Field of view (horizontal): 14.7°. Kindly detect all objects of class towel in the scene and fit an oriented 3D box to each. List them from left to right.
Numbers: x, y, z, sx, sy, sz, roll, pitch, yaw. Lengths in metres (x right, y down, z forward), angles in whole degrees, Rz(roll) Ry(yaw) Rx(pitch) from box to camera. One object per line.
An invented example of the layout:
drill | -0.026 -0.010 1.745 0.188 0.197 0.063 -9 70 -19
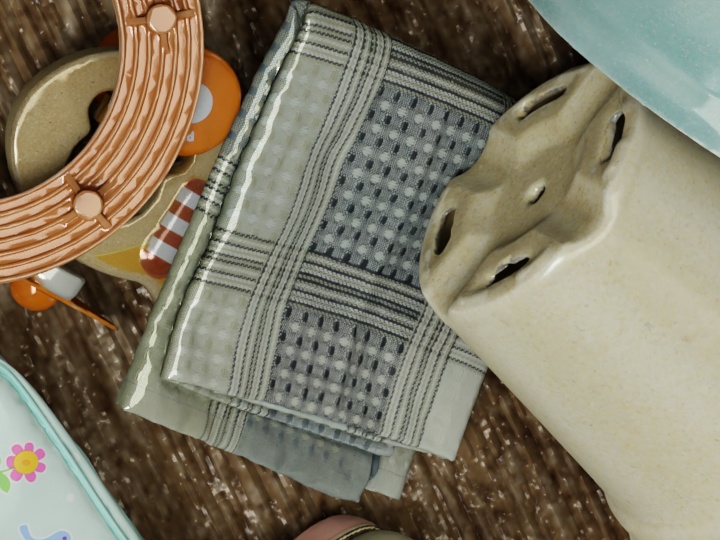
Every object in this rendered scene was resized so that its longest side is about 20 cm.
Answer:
towel | 0.000 0.000 1.235 0.192 0.034 0.201 22 93 -46

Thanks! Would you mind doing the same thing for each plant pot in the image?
plant pot | 0.132 0.015 1.219 0.183 0.200 0.201 38 86 -25
plant pot | 0.185 -0.129 1.194 0.200 0.200 0.134 28 108 -19

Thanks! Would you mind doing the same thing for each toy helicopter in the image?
toy helicopter | -0.092 -0.002 1.224 0.132 0.079 0.200 -33 114 -13

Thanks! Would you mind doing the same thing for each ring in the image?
ring | -0.163 -0.091 1.142 0.200 0.019 0.201 -1 99 -6

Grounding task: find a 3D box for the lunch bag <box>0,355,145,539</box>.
lunch bag | -0.172 0.137 1.217 0.160 0.077 0.200 -36 109 -15

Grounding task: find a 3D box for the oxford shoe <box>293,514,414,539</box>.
oxford shoe | -0.029 0.172 1.221 0.200 0.074 0.071 -41 128 -41
